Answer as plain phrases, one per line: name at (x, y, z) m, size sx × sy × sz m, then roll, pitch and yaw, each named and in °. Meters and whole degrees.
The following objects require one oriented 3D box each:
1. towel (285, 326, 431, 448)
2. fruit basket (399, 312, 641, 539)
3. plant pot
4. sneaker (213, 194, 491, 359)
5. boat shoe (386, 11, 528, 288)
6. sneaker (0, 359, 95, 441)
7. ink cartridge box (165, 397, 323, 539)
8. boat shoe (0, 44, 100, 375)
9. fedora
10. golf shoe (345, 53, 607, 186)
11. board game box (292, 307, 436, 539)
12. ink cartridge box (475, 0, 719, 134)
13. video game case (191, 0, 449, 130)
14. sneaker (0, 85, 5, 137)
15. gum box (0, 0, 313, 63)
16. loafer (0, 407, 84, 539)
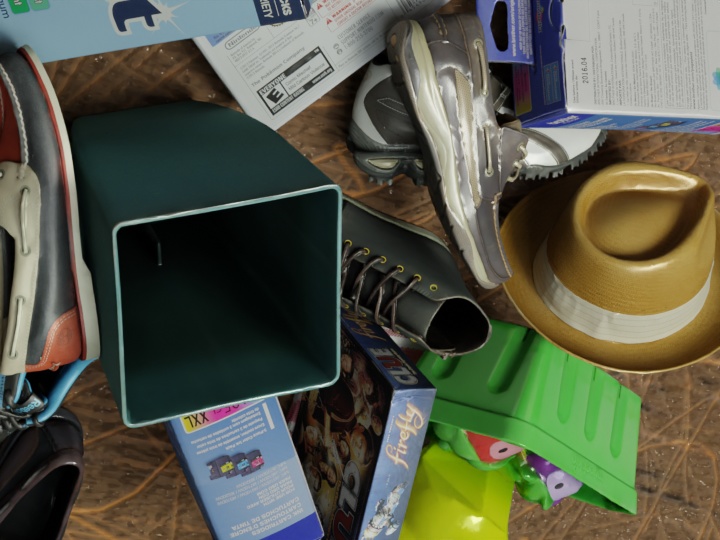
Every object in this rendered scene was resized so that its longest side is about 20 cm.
towel at (0.000, 0.131, 1.434) m, size 0.146 × 0.030 × 0.201 m, roll 9°, pitch 111°, yaw -30°
fruit basket at (0.102, 0.153, 1.398) m, size 0.215 × 0.155 × 0.217 m, roll -17°, pitch 112°, yaw -47°
plant pot at (-0.114, -0.025, 1.178) m, size 0.141 × 0.200 × 0.142 m, roll -11°, pitch 123°, yaw -20°
sneaker at (0.000, 0.000, 1.306) m, size 0.199 × 0.106 × 0.075 m, roll 11°, pitch 113°, yaw -30°
boat shoe at (0.078, -0.080, 1.235) m, size 0.073 × 0.075 × 0.201 m, roll -20°, pitch 118°, yaw -2°
sneaker at (-0.251, 0.083, 1.249) m, size 0.200 × 0.082 × 0.073 m, roll -47°, pitch 129°, yaw 7°
ink cartridge box at (-0.094, 0.115, 1.300) m, size 0.076 × 0.137 × 0.201 m, roll -24°, pitch 125°, yaw -7°
boat shoe at (-0.205, -0.035, 1.125) m, size 0.062 × 0.071 × 0.201 m, roll -11°, pitch 104°, yaw -16°
fedora at (0.197, -0.020, 1.331) m, size 0.200 × 0.201 × 0.082 m, roll -10°, pitch 144°, yaw -20°
golf shoe at (0.089, -0.115, 1.301) m, size 0.199 × 0.078 × 0.095 m, roll -7°, pitch 120°, yaw -23°
board game box at (-0.009, 0.142, 1.336) m, size 0.034 × 0.136 × 0.201 m, roll 2°, pitch 113°, yaw -26°
ink cartridge box at (0.177, -0.167, 1.279) m, size 0.199 × 0.076 × 0.137 m, roll 0°, pitch 84°, yaw -27°
video game case at (-0.030, -0.210, 1.188) m, size 0.200 × 0.022 × 0.182 m, roll -36°, pitch 127°, yaw -1°
sneaker at (-0.271, -0.040, 1.163) m, size 0.115 × 0.075 × 0.201 m, roll -26°, pitch 118°, yaw -30°
gum box at (-0.144, -0.216, 1.091) m, size 0.199 × 0.045 × 0.170 m, roll -8°, pitch 122°, yaw 13°
loafer at (-0.250, 0.194, 1.326) m, size 0.072 × 0.063 × 0.201 m, roll 15°, pitch 111°, yaw -31°
